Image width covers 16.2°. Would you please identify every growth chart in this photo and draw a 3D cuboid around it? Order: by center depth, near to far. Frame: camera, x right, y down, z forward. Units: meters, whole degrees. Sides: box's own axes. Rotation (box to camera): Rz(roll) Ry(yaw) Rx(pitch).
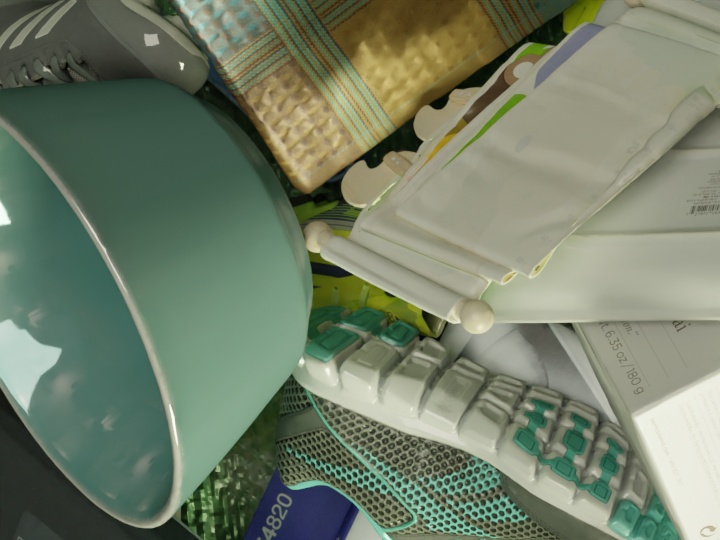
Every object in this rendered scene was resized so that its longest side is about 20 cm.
[{"bbox_3d":[0.077,-0.053,1.046,0.200,0.018,0.145,-39,35,-9],"label":"growth chart"}]

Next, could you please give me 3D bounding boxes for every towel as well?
[{"bbox_3d":[0.023,-0.137,1.091,0.200,0.147,0.022,-36,43,-1],"label":"towel"}]

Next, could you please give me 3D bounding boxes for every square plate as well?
[{"bbox_3d":[0.160,-0.059,1.039,0.199,0.029,0.199,-2,45,30],"label":"square plate"}]

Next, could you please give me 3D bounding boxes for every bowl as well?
[{"bbox_3d":[-0.094,-0.003,1.088,0.105,0.201,0.201,-29,76,-25],"label":"bowl"}]

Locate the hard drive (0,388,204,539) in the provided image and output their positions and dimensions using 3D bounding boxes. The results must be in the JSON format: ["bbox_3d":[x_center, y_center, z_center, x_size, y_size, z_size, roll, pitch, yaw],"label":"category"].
[{"bbox_3d":[-0.158,0.143,1.200,0.200,0.033,0.140,35,115,28],"label":"hard drive"}]

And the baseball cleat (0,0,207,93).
[{"bbox_3d":[-0.142,-0.087,1.191,0.070,0.200,0.107,42,78,-27],"label":"baseball cleat"}]

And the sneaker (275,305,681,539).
[{"bbox_3d":[0.048,0.093,1.138,0.199,0.078,0.092,27,119,14],"label":"sneaker"}]

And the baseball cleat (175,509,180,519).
[{"bbox_3d":[-0.125,0.152,1.227,0.106,0.070,0.201,-24,76,22],"label":"baseball cleat"}]

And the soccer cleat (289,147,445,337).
[{"bbox_3d":[0.000,0.000,1.173,0.199,0.065,0.084,-24,85,36],"label":"soccer cleat"}]

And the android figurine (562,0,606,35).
[{"bbox_3d":[0.172,-0.139,1.159,0.181,0.041,0.201,28,94,16],"label":"android figurine"}]

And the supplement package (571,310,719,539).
[{"bbox_3d":[0.196,0.013,1.060,0.199,0.120,0.122,-27,42,1],"label":"supplement package"}]

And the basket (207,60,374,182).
[{"bbox_3d":[-0.037,-0.163,1.188,0.176,0.139,0.201,39,133,17],"label":"basket"}]

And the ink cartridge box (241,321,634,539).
[{"bbox_3d":[0.050,0.110,1.186,0.199,0.041,0.201,26,95,18],"label":"ink cartridge box"}]

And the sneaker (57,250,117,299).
[{"bbox_3d":[-0.154,0.011,1.225,0.200,0.105,0.075,-45,77,12],"label":"sneaker"}]
